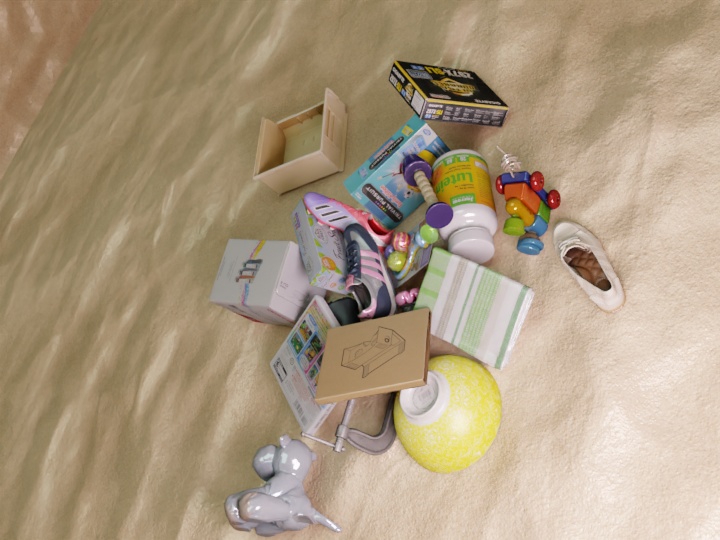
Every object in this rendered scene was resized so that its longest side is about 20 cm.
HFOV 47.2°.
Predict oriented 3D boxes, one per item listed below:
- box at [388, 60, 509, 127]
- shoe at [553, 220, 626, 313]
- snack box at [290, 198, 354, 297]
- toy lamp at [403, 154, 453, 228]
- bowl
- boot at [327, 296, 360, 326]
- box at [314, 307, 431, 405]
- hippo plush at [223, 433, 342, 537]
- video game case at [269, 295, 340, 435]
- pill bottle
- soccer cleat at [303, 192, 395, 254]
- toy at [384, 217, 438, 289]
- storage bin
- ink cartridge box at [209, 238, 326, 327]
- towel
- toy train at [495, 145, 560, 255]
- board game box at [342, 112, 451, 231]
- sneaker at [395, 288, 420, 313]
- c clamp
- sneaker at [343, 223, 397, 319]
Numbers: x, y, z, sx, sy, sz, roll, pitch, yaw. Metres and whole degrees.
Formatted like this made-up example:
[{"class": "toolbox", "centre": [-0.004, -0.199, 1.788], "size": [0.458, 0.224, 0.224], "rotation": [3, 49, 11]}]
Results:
[{"class": "box", "centre": [0.174, -0.350, 1.631], "size": [0.160, 0.197, 0.050], "rotation": [59, 139, 45]}, {"class": "shoe", "centre": [0.372, -0.018, 1.356], "size": [0.070, 0.053, 0.201], "rotation": [-38, 46, 14]}, {"class": "snack box", "centre": [-0.055, -0.044, 1.658], "size": [0.053, 0.141, 0.202], "rotation": [-50, 41, 31]}, {"class": "toy lamp", "centre": [0.117, -0.151, 1.504], "size": [0.058, 0.058, 0.201], "rotation": [-37, 34, 15]}, {"class": "bowl", "centre": [0.126, 0.224, 1.372], "size": [0.198, 0.107, 0.203], "rotation": [-20, 53, 28]}, {"class": "boot", "centre": [-0.009, 0.122, 1.568], "size": [0.199, 0.076, 0.170], "rotation": [-29, 52, 31]}, {"class": "box", "centre": [0.024, 0.145, 1.408], "size": [0.197, 0.021, 0.165], "rotation": [-14, 40, 21]}, {"class": "hippo plush", "centre": [-0.150, 0.375, 1.469], "size": [0.198, 0.159, 0.163], "rotation": [-16, 55, 32]}, {"class": "video game case", "centre": [-0.088, 0.178, 1.557], "size": [0.183, 0.024, 0.201], "rotation": [-55, 42, 19]}, {"class": "pill bottle", "centre": [0.194, -0.114, 1.522], "size": [0.110, 0.111, 0.202], "rotation": [-23, 51, 27]}, {"class": "soccer cleat", "centre": [-0.022, -0.105, 1.640], "size": [0.077, 0.199, 0.067], "rotation": [-54, -1, 31]}, {"class": "toy", "centre": [0.080, -0.039, 1.551], "size": [0.200, 0.047, 0.117], "rotation": [-35, 38, 59]}, {"class": "storage bin", "centre": [-0.137, -0.303, 1.927], "size": [0.198, 0.093, 0.201], "rotation": [-17, 54, 31]}, {"class": "ink cartridge box", "centre": [-0.185, 0.028, 1.715], "size": [0.198, 0.145, 0.147], "rotation": [5, 71, 42]}, {"class": "towel", "centre": [0.189, 0.062, 1.410], "size": [0.198, 0.031, 0.151], "rotation": [27, 104, 31]}, {"class": "toy train", "centre": [0.264, -0.113, 1.403], "size": [0.084, 0.199, 0.117], "rotation": [-2, 67, 38]}, {"class": "board game box", "centre": [0.086, -0.191, 1.631], "size": [0.200, 0.151, 0.047], "rotation": [-43, 45, 11]}, {"class": "sneaker", "centre": [0.157, 0.069, 1.481], "size": [0.198, 0.079, 0.097], "rotation": [-15, 76, 33]}, {"class": "c clamp", "centre": [0.006, 0.231, 1.432], "size": [0.027, 0.170, 0.202], "rotation": [-20, 42, 59]}, {"class": "sneaker", "centre": [0.000, 0.000, 1.557], "size": [0.070, 0.081, 0.202], "rotation": [-48, 60, 46]}]
